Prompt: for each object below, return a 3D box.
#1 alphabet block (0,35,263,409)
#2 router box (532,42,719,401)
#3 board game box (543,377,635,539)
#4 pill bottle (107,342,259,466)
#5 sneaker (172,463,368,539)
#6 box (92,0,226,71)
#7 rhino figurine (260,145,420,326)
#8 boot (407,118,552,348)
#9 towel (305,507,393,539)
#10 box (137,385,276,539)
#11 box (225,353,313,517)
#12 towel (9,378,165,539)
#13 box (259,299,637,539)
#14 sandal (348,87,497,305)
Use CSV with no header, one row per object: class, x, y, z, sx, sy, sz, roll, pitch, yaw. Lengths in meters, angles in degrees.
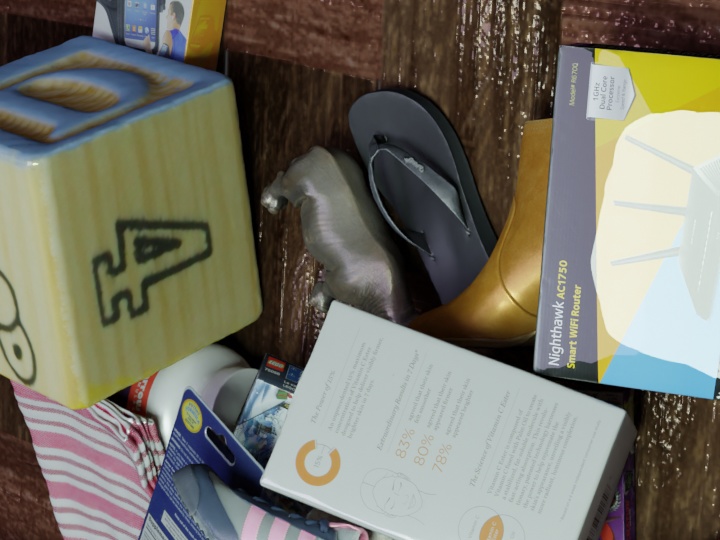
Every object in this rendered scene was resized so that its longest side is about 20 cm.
alphabet block,-0.211,-0.042,1.478,0.195,0.196,0.202,21,126,43
router box,0.186,-0.029,1.164,0.148,0.051,0.202,7,102,18
board game box,0.088,0.131,1.312,0.198,0.032,0.121,2,103,27
pill bottle,-0.154,0.111,1.532,0.199,0.112,0.114,0,97,45
sneaker,-0.040,0.183,1.271,0.082,0.070,0.200,-44,66,-3
box,-0.153,-0.237,1.525,0.119,0.041,0.202,27,118,39
rhino figurine,0.000,0.000,1.385,0.201,0.059,0.088,61,149,16
boot,0.111,-0.024,1.271,0.200,0.071,0.145,-8,85,34
towel,0.000,0.240,1.299,0.133,0.034,0.201,-51,49,23
box,-0.113,0.196,1.389,0.121,0.032,0.201,43,123,44
box,-0.044,0.171,1.430,0.136,0.040,0.201,23,120,-4
towel,-0.200,0.174,1.516,0.146,0.030,0.201,18,133,36
box,0.058,0.117,1.223,0.199,0.097,0.125,20,83,16
sandal,0.048,-0.044,1.351,0.076,0.043,0.201,-46,65,40
